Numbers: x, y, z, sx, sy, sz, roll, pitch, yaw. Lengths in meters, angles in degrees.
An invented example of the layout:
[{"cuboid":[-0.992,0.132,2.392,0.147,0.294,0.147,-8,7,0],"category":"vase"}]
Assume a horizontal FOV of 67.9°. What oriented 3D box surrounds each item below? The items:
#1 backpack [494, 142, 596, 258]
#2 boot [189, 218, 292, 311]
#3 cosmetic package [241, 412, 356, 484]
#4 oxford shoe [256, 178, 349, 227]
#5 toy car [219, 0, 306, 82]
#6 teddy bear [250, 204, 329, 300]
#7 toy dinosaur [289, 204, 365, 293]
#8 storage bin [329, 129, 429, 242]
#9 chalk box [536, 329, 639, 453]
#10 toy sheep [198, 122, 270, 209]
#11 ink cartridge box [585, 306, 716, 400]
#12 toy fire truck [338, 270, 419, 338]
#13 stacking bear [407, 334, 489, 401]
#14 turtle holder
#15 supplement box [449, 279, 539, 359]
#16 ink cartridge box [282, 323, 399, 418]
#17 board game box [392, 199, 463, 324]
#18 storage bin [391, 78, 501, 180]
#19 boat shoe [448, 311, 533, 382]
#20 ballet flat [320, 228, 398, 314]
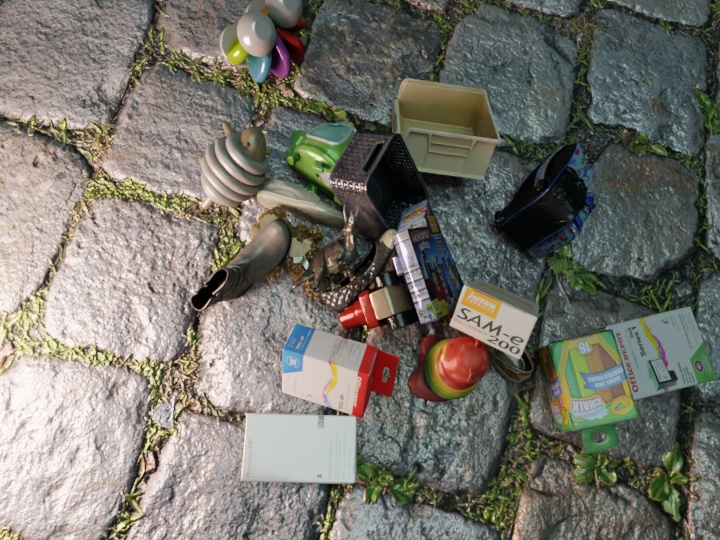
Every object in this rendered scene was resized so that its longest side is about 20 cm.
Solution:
[{"cuboid":[0.395,-0.151,1.093,0.134,0.183,0.201,41,61,-2],"category":"backpack"},{"cuboid":[-0.209,-0.004,0.954,0.068,0.130,0.200,45,107,3],"category":"boot"},{"cuboid":[-0.106,0.310,0.939,0.193,0.081,0.117,2,75,-7],"category":"cosmetic package"},{"cuboid":[-0.111,-0.138,1.076,0.194,0.076,0.059,18,69,3],"category":"oxford shoe"},{"cuboid":[-0.193,-0.489,1.140,0.150,0.173,0.202,48,70,-30],"category":"toy car"},{"cuboid":[-0.126,-0.033,1.054,0.195,0.067,0.149,23,81,-6],"category":"teddy bear"},{"cuboid":[-0.051,-0.015,0.990,0.076,0.199,0.104,28,36,-32],"category":"toy dinosaur"},{"cuboid":[0.041,-0.153,1.023,0.092,0.201,0.137,16,67,37],"category":"storage bin"},{"cuboid":[0.421,0.229,0.994,0.121,0.124,0.206,-13,75,4],"category":"chalk box"},{"cuboid":[-0.251,-0.196,1.044,0.139,0.137,0.200,48,117,9],"category":"toy sheep"},{"cuboid":[0.570,0.169,1.061,0.194,0.084,0.149,-11,75,-9],"category":"ink cartridge box"},{"cuboid":[0.025,0.091,0.998,0.196,0.175,0.132,-22,84,27],"category":"toy fire truck"},{"cuboid":[0.167,0.169,0.951,0.111,0.201,0.124,23,72,1],"category":"stacking bear"},{"cuboid":[-0.067,-0.224,1.084,0.141,0.184,0.133,44,71,-26],"category":"turtle holder"},{"cuboid":[0.236,0.077,0.922,0.123,0.199,0.075,25,100,18],"category":"supplement box"},{"cuboid":[-0.037,0.182,0.944,0.194,0.119,0.068,15,40,9],"category":"ink cartridge box"},{"cuboid":[0.111,-0.020,0.948,0.060,0.199,0.205,-21,86,27],"category":"board game box"},{"cuboid":[0.166,-0.295,1.101,0.192,0.095,0.204,7,45,-5],"category":"storage bin"},{"cuboid":[0.259,0.132,1.041,0.199,0.072,0.076,40,73,5],"category":"boat shoe"},{"cuboid":[0.000,0.000,0.997,0.056,0.067,0.201,36,107,-13],"category":"ballet flat"}]
